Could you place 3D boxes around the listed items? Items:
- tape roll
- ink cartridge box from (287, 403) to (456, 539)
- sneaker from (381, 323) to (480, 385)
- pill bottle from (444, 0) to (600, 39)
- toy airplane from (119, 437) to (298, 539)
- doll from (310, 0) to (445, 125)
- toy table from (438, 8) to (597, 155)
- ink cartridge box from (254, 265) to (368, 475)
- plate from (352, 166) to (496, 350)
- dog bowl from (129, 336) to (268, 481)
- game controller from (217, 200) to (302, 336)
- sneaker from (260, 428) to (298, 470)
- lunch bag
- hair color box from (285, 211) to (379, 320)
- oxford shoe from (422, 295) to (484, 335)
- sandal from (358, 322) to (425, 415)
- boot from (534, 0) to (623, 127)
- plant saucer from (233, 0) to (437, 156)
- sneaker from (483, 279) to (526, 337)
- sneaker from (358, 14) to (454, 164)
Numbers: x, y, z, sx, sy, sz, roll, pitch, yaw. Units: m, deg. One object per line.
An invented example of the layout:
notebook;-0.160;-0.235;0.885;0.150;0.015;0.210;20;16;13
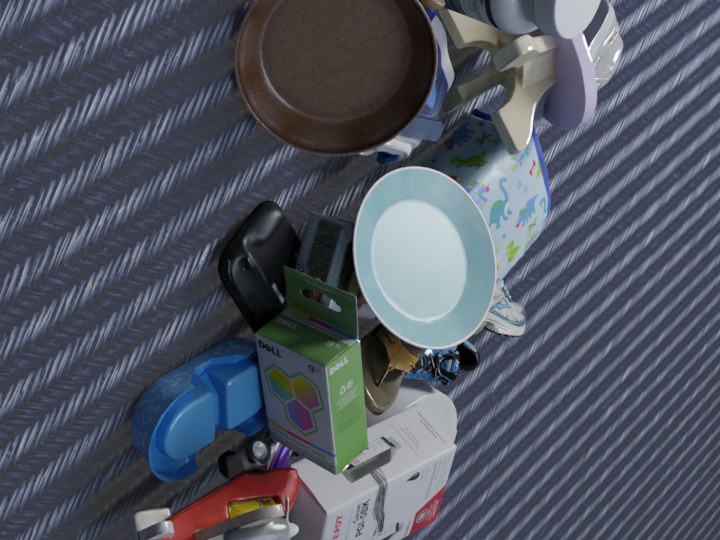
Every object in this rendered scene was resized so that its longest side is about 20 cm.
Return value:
tape roll;0.041;0.237;1.662;0.201;0.070;0.205;-31;135;-37
ink cartridge box;0.005;0.268;1.496;0.198;0.083;0.148;-22;140;-32
sneaker;0.086;0.106;1.613;0.198;0.089;0.080;-7;118;-50
pill bottle;0.149;-0.315;1.309;0.119;0.199;0.121;-32;136;-36
toy airplane;-0.152;0.284;1.325;0.197;0.143;0.200;-29;180;2
doll;-0.005;-0.215;1.267;0.135;0.049;0.201;27;119;-21
toy table;0.174;-0.240;1.436;0.116;0.202;0.184;-25;166;-27
ink cartridge box;-0.053;0.107;1.332;0.059;0.103;0.203;-35;134;-38
plate;0.067;-0.013;1.374;0.197;0.025;0.204;9;74;-33
dog bowl;-0.163;0.142;1.346;0.199;0.049;0.113;-31;135;-39
game controller;-0.092;0.015;1.371;0.105;0.042;0.201;-62;149;-26
sneaker;-0.049;0.177;1.468;0.201;0.083;0.081;-51;-178;-15
lunch bag;0.148;-0.066;1.545;0.170;0.126;0.202;-45;132;-23
hair color box;0.000;0.000;1.423;0.199;0.060;0.101;11;96;-62
oxford shoe;0.096;0.058;1.472;0.070;0.075;0.199;-28;154;23
sandal;0.043;0.097;1.494;0.054;0.081;0.200;-35;-175;35
boot;0.284;-0.250;1.642;0.201;0.073;0.096;-55;139;-12
plant saucer;-0.024;-0.208;1.219;0.196;0.037;0.203;-1;124;-2
sneaker;0.176;0.037;1.700;0.199;0.077;0.088;10;102;-55
sneaker;0.029;-0.196;1.337;0.148;0.080;0.200;-58;152;-13
